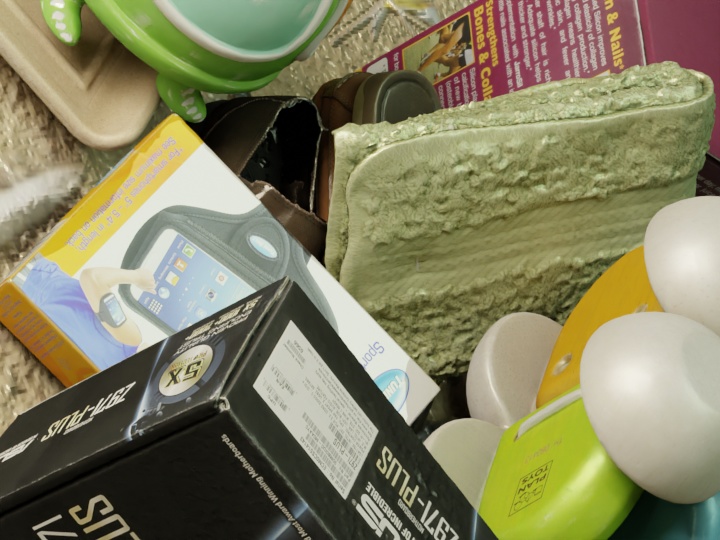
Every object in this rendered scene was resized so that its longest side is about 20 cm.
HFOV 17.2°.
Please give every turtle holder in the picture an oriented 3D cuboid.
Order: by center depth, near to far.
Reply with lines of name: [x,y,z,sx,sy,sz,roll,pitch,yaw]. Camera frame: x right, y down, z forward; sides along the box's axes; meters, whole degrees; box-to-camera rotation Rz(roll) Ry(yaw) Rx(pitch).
turtle holder: [-0.075,-0.175,1.100,0.186,0.132,0.141,53,36,-9]

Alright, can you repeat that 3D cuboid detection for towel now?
towel: [0.076,-0.018,1.132,0.200,0.149,0.036,-12,33,-19]

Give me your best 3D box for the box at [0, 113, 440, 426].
box: [-0.055,0.042,1.058,0.200,0.041,0.119,45,59,-6]

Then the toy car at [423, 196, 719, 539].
toy car: [0.129,0.080,1.052,0.150,0.175,0.200,45,41,-11]

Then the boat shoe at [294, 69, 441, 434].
boat shoe: [0.000,0.000,1.202,0.072,0.068,0.201,14,79,-44]

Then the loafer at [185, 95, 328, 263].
loafer: [-0.053,-0.010,1.134,0.073,0.071,0.200,32,45,-39]

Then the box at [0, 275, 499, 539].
box: [-0.042,0.127,0.972,0.200,0.164,0.086,52,35,-18]

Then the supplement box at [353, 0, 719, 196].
supplement box: [0.098,-0.074,1.271,0.103,0.200,0.131,27,48,-42]

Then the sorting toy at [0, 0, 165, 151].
sorting toy: [-0.159,-0.170,1.141,0.200,0.036,0.185,46,37,-18]
